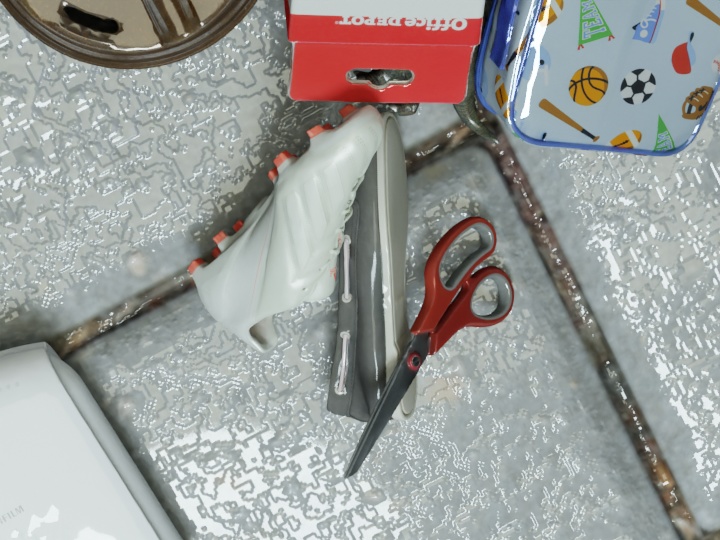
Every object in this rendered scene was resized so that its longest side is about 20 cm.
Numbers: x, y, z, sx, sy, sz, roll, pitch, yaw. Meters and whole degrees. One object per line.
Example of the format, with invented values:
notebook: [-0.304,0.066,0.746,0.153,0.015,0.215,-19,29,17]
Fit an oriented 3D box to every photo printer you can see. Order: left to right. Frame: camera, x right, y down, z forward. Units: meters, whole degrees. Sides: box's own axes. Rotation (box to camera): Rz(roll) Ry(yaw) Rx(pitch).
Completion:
photo printer: [-0.221,0.156,1.402,0.166,0.069,0.201,-30,102,0]

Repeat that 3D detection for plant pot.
plant pot: [-0.138,-0.208,1.279,0.199,0.198,0.201,-1,101,-5]

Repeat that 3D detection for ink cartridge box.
ink cartridge box: [0.016,-0.197,1.272,0.116,0.067,0.201,1,128,-8]

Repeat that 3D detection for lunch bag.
lunch bag: [0.157,-0.172,1.346,0.159,0.076,0.201,5,114,-21]

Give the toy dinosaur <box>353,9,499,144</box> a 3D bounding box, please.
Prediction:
toy dinosaur: [0.033,-0.158,1.366,0.102,0.077,0.200,-42,99,10]

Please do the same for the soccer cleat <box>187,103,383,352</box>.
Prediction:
soccer cleat: [-0.032,-0.027,1.351,0.078,0.069,0.200,47,131,5]

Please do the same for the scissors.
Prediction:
scissors: [0.034,0.043,1.379,0.200,0.014,0.073,-44,117,-34]

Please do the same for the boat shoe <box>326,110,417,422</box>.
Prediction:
boat shoe: [0.000,0.000,1.396,0.057,0.067,0.201,-1,98,15]
